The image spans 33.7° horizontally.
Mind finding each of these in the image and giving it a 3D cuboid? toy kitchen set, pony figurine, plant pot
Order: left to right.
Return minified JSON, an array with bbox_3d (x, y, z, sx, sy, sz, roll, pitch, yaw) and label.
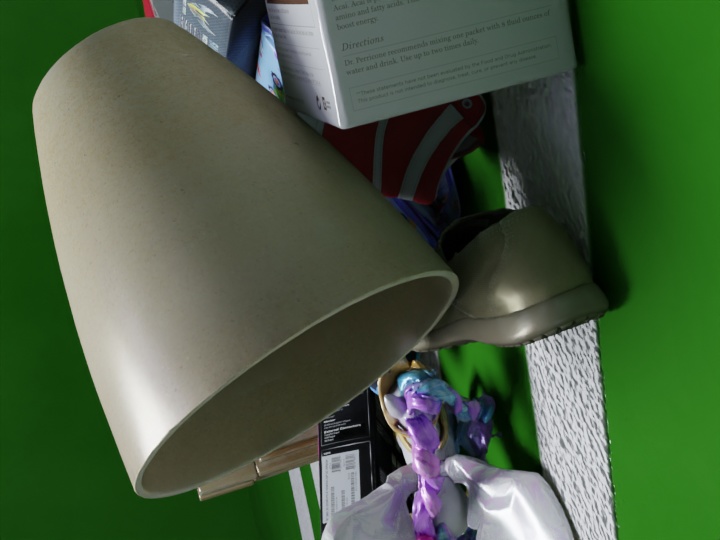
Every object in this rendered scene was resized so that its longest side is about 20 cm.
[{"bbox_3d":[-0.082,-0.022,0.605,0.201,0.186,0.188,55,162,16],"label":"plant pot"},{"bbox_3d":[-0.037,0.207,1.059,0.163,0.197,0.183,109,143,-70],"label":"toy kitchen set"},{"bbox_3d":[0.050,0.153,0.787,0.200,0.164,0.196,63,-166,-70],"label":"pony figurine"}]

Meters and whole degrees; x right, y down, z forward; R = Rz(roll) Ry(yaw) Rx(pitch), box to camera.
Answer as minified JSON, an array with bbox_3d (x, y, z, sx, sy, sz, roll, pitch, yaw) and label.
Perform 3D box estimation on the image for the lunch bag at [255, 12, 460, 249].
[{"bbox_3d":[0.012,-0.078,0.816,0.202,0.093,0.151,60,166,8],"label":"lunch bag"}]

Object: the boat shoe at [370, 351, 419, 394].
[{"bbox_3d":[0.000,0.000,0.910,0.069,0.084,0.201,49,-171,-41],"label":"boat shoe"}]

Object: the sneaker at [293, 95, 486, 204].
[{"bbox_3d":[0.030,-0.136,0.689,0.071,0.111,0.203,93,-169,-83],"label":"sneaker"}]

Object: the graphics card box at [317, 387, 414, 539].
[{"bbox_3d":[0.007,0.144,0.942,0.126,0.050,0.202,61,-159,-54],"label":"graphics card box"}]

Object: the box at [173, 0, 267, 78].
[{"bbox_3d":[-0.063,-0.202,0.802,0.051,0.158,0.200,37,165,0],"label":"box"}]

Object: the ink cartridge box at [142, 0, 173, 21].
[{"bbox_3d":[-0.159,-0.207,1.172,0.201,0.173,0.085,97,154,-60],"label":"ink cartridge box"}]

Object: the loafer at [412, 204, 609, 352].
[{"bbox_3d":[0.069,0.003,0.653,0.200,0.075,0.069,168,88,-69],"label":"loafer"}]

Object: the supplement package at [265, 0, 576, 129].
[{"bbox_3d":[0.011,-0.184,0.558,0.120,0.120,0.203,-141,38,-70],"label":"supplement package"}]
